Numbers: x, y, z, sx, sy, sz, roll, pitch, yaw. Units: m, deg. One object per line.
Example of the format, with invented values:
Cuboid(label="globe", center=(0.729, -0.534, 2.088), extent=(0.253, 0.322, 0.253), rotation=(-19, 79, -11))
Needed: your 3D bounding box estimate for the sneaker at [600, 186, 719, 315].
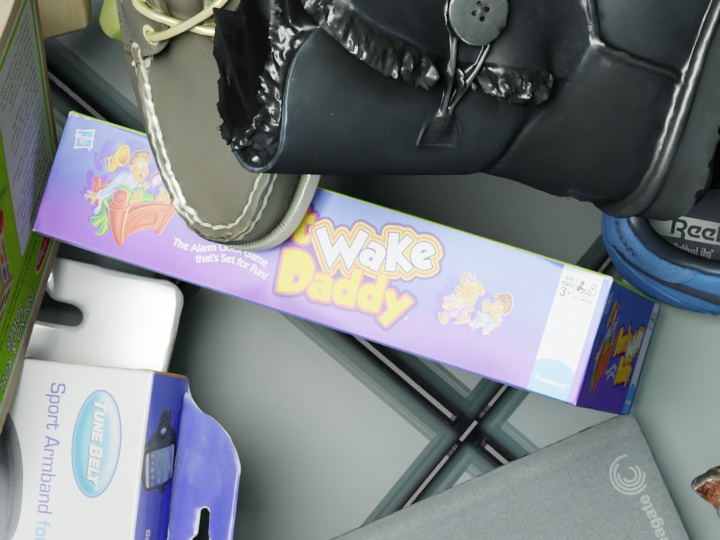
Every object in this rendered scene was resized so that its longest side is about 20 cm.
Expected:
Cuboid(label="sneaker", center=(0.188, -0.010, 0.985), extent=(0.199, 0.078, 0.066), rotation=(3, 86, 4))

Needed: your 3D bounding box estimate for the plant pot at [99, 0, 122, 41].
Cuboid(label="plant pot", center=(0.000, -0.145, 0.965), extent=(0.200, 0.200, 0.185), rotation=(25, 102, 6))

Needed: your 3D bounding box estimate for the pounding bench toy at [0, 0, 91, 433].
Cuboid(label="pounding bench toy", center=(-0.187, -0.051, 0.925), extent=(0.155, 0.125, 0.201), rotation=(6, 48, 7))

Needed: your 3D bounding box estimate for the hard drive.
Cuboid(label="hard drive", center=(0.039, 0.153, 0.981), extent=(0.199, 0.033, 0.140), rotation=(-22, 84, -17))

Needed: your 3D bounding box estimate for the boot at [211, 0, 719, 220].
Cuboid(label="boot", center=(0.046, -0.118, 0.828), extent=(0.167, 0.076, 0.201), rotation=(9, 99, -30))

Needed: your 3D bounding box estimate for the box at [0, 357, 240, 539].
Cuboid(label="box", center=(-0.143, 0.088, 0.953), extent=(0.199, 0.041, 0.120), rotation=(4, 85, 21))

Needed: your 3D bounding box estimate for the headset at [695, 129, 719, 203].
Cuboid(label="headset", center=(0.135, -0.076, 0.932), extent=(0.123, 0.200, 0.094), rotation=(-17, 119, 0))

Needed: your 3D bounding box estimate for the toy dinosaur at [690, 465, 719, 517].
Cuboid(label="toy dinosaur", center=(0.225, 0.125, 0.971), extent=(0.086, 0.136, 0.200), rotation=(-45, 114, 5))

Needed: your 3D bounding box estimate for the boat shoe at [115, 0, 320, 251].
Cuboid(label="boat shoe", center=(-0.052, -0.104, 0.865), extent=(0.072, 0.060, 0.203), rotation=(0, 98, 21))

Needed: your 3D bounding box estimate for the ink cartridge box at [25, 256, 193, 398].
Cuboid(label="ink cartridge box", center=(-0.133, 0.094, 1.016), extent=(0.115, 0.067, 0.201), rotation=(12, 89, 7))

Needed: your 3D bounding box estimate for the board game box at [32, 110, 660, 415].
Cuboid(label="board game box", center=(0.000, 0.000, 0.961), extent=(0.199, 0.134, 0.045), rotation=(17, 90, 13))
